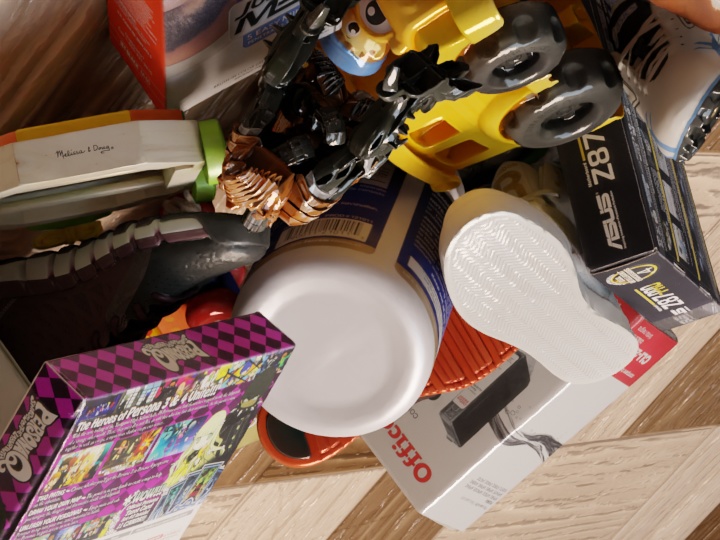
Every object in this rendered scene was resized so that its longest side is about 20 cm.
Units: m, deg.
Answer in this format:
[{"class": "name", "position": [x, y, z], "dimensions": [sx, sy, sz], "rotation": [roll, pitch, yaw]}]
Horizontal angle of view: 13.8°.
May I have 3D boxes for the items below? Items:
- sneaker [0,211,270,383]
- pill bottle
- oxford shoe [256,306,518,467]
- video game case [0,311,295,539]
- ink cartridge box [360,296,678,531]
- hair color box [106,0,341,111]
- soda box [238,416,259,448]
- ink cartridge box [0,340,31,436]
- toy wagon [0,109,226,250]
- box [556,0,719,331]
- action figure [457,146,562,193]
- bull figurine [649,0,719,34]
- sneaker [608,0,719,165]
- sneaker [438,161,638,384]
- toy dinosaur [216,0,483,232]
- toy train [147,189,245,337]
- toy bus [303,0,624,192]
[{"class": "sneaker", "position": [-0.124, 0.040, 1.588], "dimensions": [0.199, 0.116, 0.076], "rotation": [-15, 168, 35]}, {"class": "pill bottle", "position": [0.000, 0.000, 1.697], "dimensions": [0.116, 0.116, 0.200], "rotation": [-51, -172, 28]}, {"class": "oxford shoe", "position": [0.022, 0.051, 1.819], "dimensions": [0.199, 0.071, 0.073], "rotation": [-27, -178, -6]}, {"class": "video game case", "position": [-0.136, 0.111, 1.539], "dimensions": [0.200, 0.036, 0.182], "rotation": [-13, 140, -59]}, {"class": "ink cartridge box", "position": [0.085, 0.053, 1.969], "dimensions": [0.200, 0.144, 0.084], "rotation": [-43, 155, 10]}, {"class": "hair color box", "position": [-0.066, -0.171, 1.449], "dimensions": [0.111, 0.064, 0.200], "rotation": [-29, 154, -17]}, {"class": "soda box", "position": [-0.092, 0.071, 1.845], "dimensions": [0.199, 0.068, 0.064], "rotation": [-21, 152, -35]}, {"class": "ink cartridge box", "position": [-0.256, 0.115, 1.589], "dimensions": [0.146, 0.146, 0.200], "rotation": [-29, 154, -21]}, {"class": "toy wagon", "position": [-0.151, -0.043, 1.529], "dimensions": [0.154, 0.040, 0.200], "rotation": [-10, 175, -9]}, {"class": "box", "position": [0.154, -0.078, 1.762], "dimensions": [0.049, 0.201, 0.161], "rotation": [-19, 162, 17]}, {"class": "action figure", "position": [0.043, -0.033, 1.834], "dimensions": [0.200, 0.118, 0.055], "rotation": [-34, 131, 15]}, {"class": "bull figurine", "position": [0.154, -0.190, 1.572], "dimensions": [0.065, 0.200, 0.122], "rotation": [-40, 143, -15]}, {"class": "sneaker", "position": [0.169, -0.113, 1.647], "dimensions": [0.072, 0.072, 0.200], "rotation": [-57, -172, 14]}, {"class": "sneaker", "position": [0.086, -0.021, 1.704], "dimensions": [0.073, 0.116, 0.200], "rotation": [-28, 146, 12]}, {"class": "toy dinosaur", "position": [-0.020, -0.064, 1.454], "dimensions": [0.136, 0.102, 0.200], "rotation": [-53, -166, 20]}, {"class": "toy train", "position": [-0.129, 0.009, 1.685], "dimensions": [0.115, 0.085, 0.200], "rotation": [-21, 149, 3]}, {"class": "toy bus", "position": [0.024, -0.122, 1.611], "dimensions": [0.191, 0.136, 0.200], "rotation": [-27, 157, 16]}]
